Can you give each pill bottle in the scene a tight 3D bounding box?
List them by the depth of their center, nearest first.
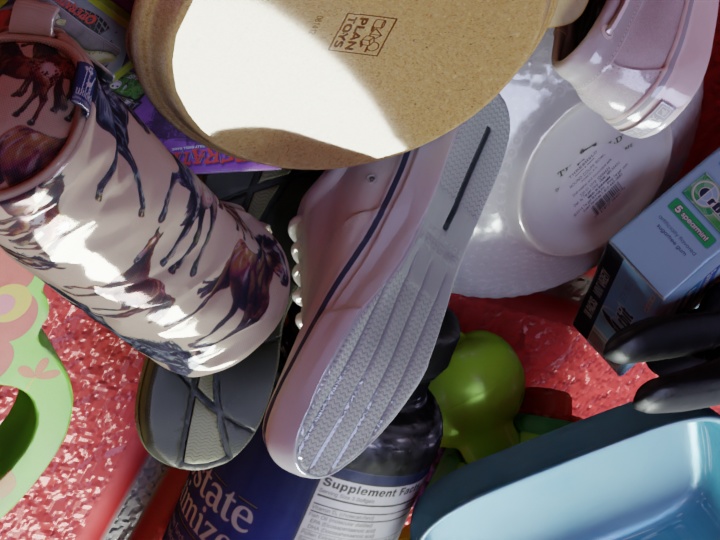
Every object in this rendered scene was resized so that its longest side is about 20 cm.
[{"bbox_3d":[-0.026,0.099,1.153,0.112,0.112,0.200,6,116,-39],"label":"pill bottle"}]

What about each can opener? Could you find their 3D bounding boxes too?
[{"bbox_3d":[0.173,0.044,1.134,0.079,0.063,0.200,-45,168,21],"label":"can opener"}]

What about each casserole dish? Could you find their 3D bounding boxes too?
[{"bbox_3d":[0.108,0.124,1.166,0.200,0.039,0.121,-20,135,-7],"label":"casserole dish"}]

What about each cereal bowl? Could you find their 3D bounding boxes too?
[{"bbox_3d":[0.094,-0.068,1.143,0.200,0.083,0.200,-19,128,-25],"label":"cereal bowl"}]

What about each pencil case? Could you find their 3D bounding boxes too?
[{"bbox_3d":[-0.101,-0.027,0.955,0.089,0.078,0.200,-60,147,-10],"label":"pencil case"}]

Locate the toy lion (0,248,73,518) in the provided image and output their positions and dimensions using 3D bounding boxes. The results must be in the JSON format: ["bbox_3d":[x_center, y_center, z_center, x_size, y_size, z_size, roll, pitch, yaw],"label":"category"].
[{"bbox_3d":[-0.203,0.041,0.998,0.192,0.069,0.200,-48,137,13],"label":"toy lion"}]

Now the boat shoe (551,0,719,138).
[{"bbox_3d":[0.124,-0.150,1.060,0.069,0.200,0.072,32,144,-23],"label":"boat shoe"}]

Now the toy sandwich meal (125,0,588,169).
[{"bbox_3d":[-0.002,-0.125,0.957,0.205,0.070,0.205,-11,142,-9],"label":"toy sandwich meal"}]

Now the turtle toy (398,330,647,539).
[{"bbox_3d":[0.079,0.113,1.243,0.146,0.101,0.200,-26,135,-1],"label":"turtle toy"}]

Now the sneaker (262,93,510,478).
[{"bbox_3d":[0.000,0.000,1.042,0.200,0.071,0.073,-63,143,-18],"label":"sneaker"}]

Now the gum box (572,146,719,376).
[{"bbox_3d":[0.207,-0.039,1.207,0.200,0.045,0.170,-40,169,-11],"label":"gum box"}]

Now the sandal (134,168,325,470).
[{"bbox_3d":[-0.061,-0.005,1.088,0.080,0.057,0.201,24,89,-22],"label":"sandal"}]

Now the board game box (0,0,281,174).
[{"bbox_3d":[-0.118,-0.093,0.976,0.200,0.032,0.120,-4,121,-27],"label":"board game box"}]
